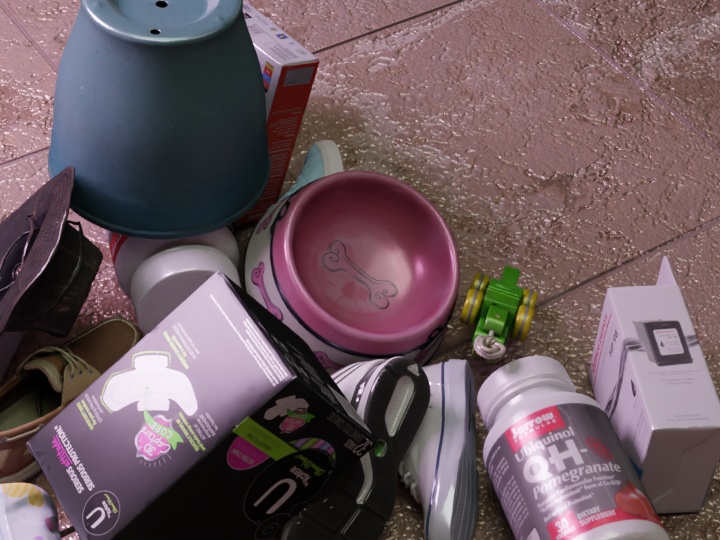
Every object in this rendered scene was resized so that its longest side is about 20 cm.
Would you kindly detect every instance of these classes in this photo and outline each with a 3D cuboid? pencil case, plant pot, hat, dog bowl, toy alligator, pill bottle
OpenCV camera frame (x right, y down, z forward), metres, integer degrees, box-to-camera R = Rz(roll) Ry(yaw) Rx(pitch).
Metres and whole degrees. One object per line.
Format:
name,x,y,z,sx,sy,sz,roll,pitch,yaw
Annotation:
pencil case,-0.242,0.251,1.152,0.083,0.091,0.200,-13,48,-19
plant pot,-0.171,-0.163,1.346,0.199,0.188,0.200,4,43,-4
hat,-0.268,0.010,1.321,0.081,0.201,0.201,31,38,-25
dog bowl,0.000,0.000,1.387,0.199,0.074,0.201,9,62,-18
toy alligator,0.116,0.053,1.377,0.059,0.054,0.200,18,23,5
pill bottle,-0.174,-0.035,1.430,0.113,0.114,0.200,-8,46,-13
pill bottle,0.164,0.169,1.260,0.110,0.111,0.200,-9,46,-14

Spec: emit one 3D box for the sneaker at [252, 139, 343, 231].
sneaker,-0.060,-0.055,1.489,0.082,0.074,0.200,7,44,-6

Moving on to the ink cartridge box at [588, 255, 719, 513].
ink cartridge box,0.246,0.095,1.340,0.066,0.116,0.200,-3,45,-7

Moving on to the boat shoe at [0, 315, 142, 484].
boat shoe,-0.254,0.102,1.312,0.075,0.074,0.200,26,48,19

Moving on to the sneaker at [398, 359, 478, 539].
sneaker,0.058,0.160,1.300,0.071,0.073,0.200,-9,39,14

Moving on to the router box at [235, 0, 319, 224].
router box,-0.142,-0.175,1.524,0.049,0.180,0.200,-16,47,-42

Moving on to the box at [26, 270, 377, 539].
box,-0.118,0.131,1.188,0.200,0.149,0.124,-41,54,3

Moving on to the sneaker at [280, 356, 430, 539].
sneaker,-0.023,0.163,1.290,0.076,0.115,0.201,38,69,-25

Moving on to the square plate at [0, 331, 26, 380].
square plate,-0.399,0.046,1.387,0.197,0.029,0.200,12,45,6
